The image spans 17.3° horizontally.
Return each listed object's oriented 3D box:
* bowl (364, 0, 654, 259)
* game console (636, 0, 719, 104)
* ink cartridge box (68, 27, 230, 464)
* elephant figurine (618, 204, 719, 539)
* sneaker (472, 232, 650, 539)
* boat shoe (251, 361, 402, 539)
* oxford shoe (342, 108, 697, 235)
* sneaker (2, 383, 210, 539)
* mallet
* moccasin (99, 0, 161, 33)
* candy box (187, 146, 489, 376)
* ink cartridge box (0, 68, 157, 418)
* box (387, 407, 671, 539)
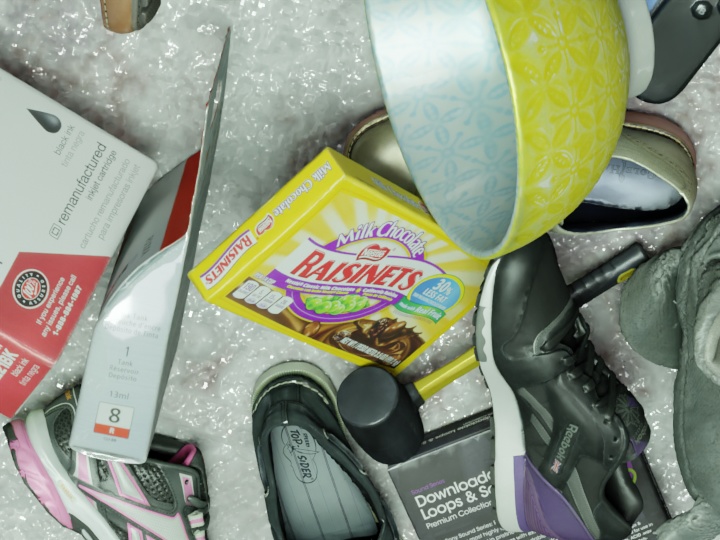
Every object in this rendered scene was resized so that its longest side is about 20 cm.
[{"bbox_3d":[0.085,-0.116,1.212,0.107,0.200,0.202,-17,111,-16],"label":"bowl"},{"bbox_3d":[0.131,-0.183,1.225,0.199,0.119,0.171,33,114,-10],"label":"game console"},{"bbox_3d":[-0.112,-0.019,1.273,0.050,0.162,0.201,9,110,-2],"label":"ink cartridge box"},{"bbox_3d":[0.213,0.026,1.314,0.141,0.155,0.201,-18,104,37],"label":"elephant figurine"},{"bbox_3d":[0.118,0.062,1.292,0.087,0.076,0.201,10,129,26],"label":"sneaker"},{"bbox_3d":[-0.016,0.155,1.388,0.074,0.066,0.201,-12,110,5],"label":"boat shoe"},{"bbox_3d":[0.089,-0.057,1.303,0.198,0.074,0.071,0,113,2],"label":"oxford shoe"},{"bbox_3d":[-0.117,0.146,1.384,0.086,0.080,0.200,-37,112,2],"label":"sneaker"},{"bbox_3d":[0.074,0.039,1.344,0.199,0.041,0.066,-35,149,8],"label":"mallet"},{"bbox_3d":[-0.148,-0.223,1.246,0.077,0.074,0.203,-8,113,14],"label":"moccasin"},{"bbox_3d":[0.000,0.000,1.283,0.102,0.026,0.200,-44,149,13],"label":"candy box"},{"bbox_3d":[-0.232,-0.039,1.270,0.199,0.145,0.084,30,147,-10],"label":"ink cartridge box"},{"bbox_3d":[0.118,0.169,1.409,0.142,0.036,0.201,-21,110,8],"label":"box"}]
